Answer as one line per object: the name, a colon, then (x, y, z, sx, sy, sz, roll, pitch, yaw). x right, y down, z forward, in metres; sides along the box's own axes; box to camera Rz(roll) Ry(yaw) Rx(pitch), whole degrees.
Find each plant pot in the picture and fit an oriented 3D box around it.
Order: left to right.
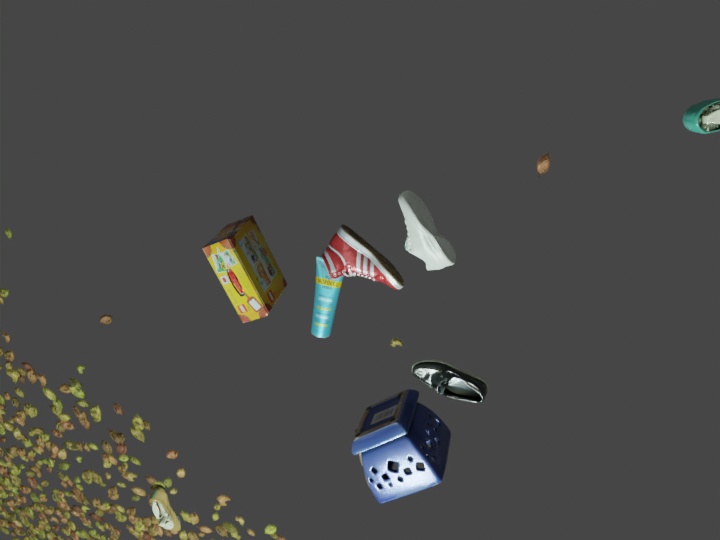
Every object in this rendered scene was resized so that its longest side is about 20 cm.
plant pot: (0.099, 0.436, 1.469, 0.198, 0.200, 0.181, -29, 101, 25)

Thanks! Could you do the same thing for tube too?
tube: (-0.084, 0.065, 1.415, 0.076, 0.051, 0.204, 9, 112, -2)

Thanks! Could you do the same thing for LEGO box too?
LEGO box: (-0.267, -0.006, 1.361, 0.076, 0.149, 0.203, -17, 111, 21)

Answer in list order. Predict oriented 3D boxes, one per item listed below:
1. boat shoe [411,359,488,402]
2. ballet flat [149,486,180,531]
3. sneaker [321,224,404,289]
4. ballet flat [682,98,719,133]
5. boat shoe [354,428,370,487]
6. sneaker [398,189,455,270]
boat shoe: (0.220, 0.284, 1.431, 0.196, 0.066, 0.075, 21, 120, 3)
ballet flat: (-0.659, 0.815, 1.918, 0.067, 0.063, 0.203, -6, 115, 17)
sneaker: (0.000, 0.000, 1.333, 0.199, 0.071, 0.113, 41, 105, 0)
ballet flat: (0.691, -0.288, 1.026, 0.197, 0.071, 0.068, -13, 112, 19)
boat shoe: (0.037, 0.514, 1.601, 0.075, 0.072, 0.203, -13, 120, 4)
sneaker: (0.127, -0.080, 1.276, 0.088, 0.076, 0.201, -23, 110, 35)
